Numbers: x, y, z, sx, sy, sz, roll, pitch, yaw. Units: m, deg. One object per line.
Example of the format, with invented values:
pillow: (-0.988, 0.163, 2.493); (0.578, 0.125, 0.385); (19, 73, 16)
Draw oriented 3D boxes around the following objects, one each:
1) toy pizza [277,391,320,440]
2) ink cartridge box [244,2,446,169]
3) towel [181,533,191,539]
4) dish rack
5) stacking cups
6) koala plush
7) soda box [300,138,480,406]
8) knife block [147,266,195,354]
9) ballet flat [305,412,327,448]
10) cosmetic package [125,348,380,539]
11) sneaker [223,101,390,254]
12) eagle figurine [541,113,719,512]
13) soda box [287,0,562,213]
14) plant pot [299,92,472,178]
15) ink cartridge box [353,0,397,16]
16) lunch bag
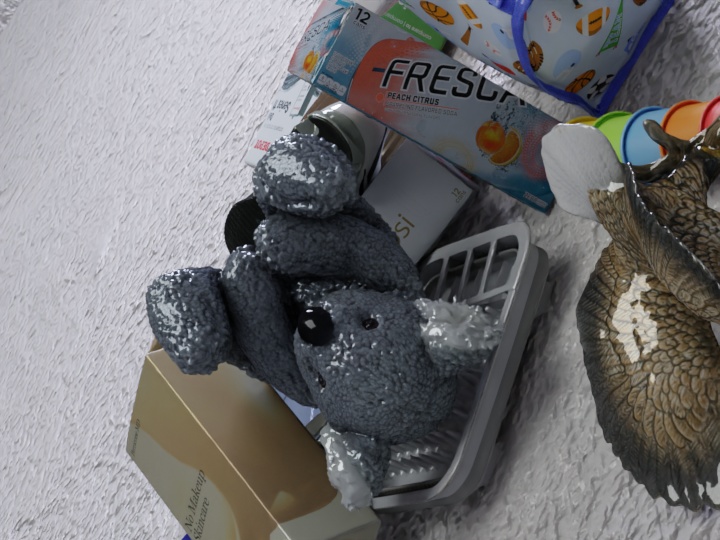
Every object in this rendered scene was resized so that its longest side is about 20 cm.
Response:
toy pizza: (-0.021, 0.065, 1.735); (0.200, 0.032, 0.201); (-47, 24, 28)
ink cartridge box: (-0.009, -0.155, 1.899); (0.201, 0.083, 0.147); (-64, 16, -1)
towel: (-0.137, 0.269, 1.759); (0.200, 0.049, 0.148); (-50, 17, 33)
dish rack: (0.063, 0.074, 1.507); (0.171, 0.043, 0.201); (-19, 47, 61)
stacking cups: (0.195, -0.074, 1.365); (0.200, 0.060, 0.061); (-5, 60, 61)
koala plush: (-0.002, 0.046, 1.461); (0.178, 0.184, 0.200); (-50, 42, 2)
soda box: (0.000, 0.000, 1.617); (0.200, 0.064, 0.068); (-52, -4, 7)
knife block: (-0.145, 0.051, 1.867); (0.175, 0.200, 0.064); (13, 75, 39)
ballet flat: (-0.040, 0.164, 1.616); (0.201, 0.063, 0.067); (-59, 21, 13)
cosmetic package: (-0.078, 0.147, 1.541); (0.200, 0.071, 0.106); (47, 139, 34)
sneaker: (-0.029, -0.060, 1.640); (0.088, 0.074, 0.200); (-37, -7, -42)
eagle figurine: (0.175, 0.004, 1.204); (0.150, 0.152, 0.201); (-20, 37, 33)
soda box: (0.052, -0.115, 1.536); (0.064, 0.199, 0.068); (-62, 22, 3)
plant pot: (0.006, -0.091, 1.729); (0.201, 0.093, 0.201); (-44, 22, 22)
ink cartridge box: (0.048, -0.281, 1.676); (0.145, 0.084, 0.200); (-42, 0, -19)
lunch bag: (0.091, -0.200, 1.473); (0.170, 0.200, 0.124); (36, 103, 27)
